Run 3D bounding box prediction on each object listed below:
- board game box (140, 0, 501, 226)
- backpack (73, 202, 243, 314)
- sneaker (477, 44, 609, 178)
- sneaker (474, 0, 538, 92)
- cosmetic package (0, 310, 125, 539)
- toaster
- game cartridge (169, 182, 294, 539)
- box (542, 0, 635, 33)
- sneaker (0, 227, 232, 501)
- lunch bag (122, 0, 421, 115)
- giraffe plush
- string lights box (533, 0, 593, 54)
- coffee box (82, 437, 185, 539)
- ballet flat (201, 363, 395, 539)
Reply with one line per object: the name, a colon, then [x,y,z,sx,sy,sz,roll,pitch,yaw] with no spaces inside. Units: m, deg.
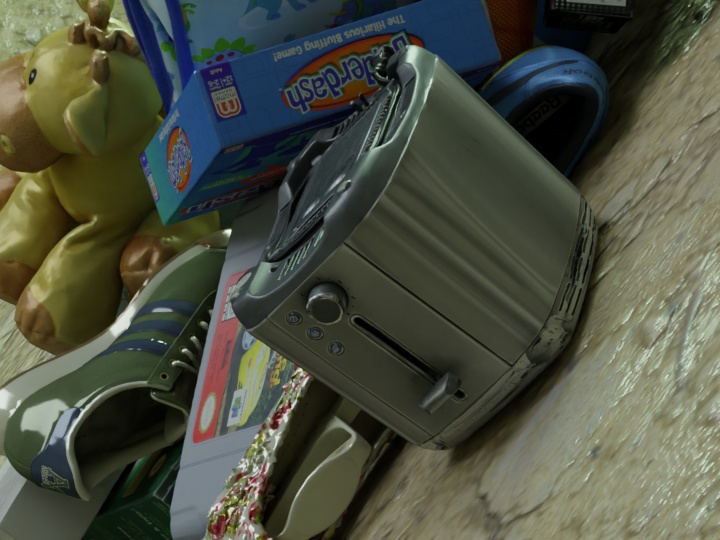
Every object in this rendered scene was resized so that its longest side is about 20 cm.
board game box: [-0.025,-0.082,1.526,0.152,0.045,0.200,-18,-5,-14]
backpack: [-0.101,-0.037,1.887,0.176,0.153,0.200,-42,12,8]
sneaker: [0.052,-0.033,1.509,0.200,0.066,0.078,-49,13,9]
sneaker: [0.073,-0.142,1.559,0.077,0.073,0.200,-40,-34,-21]
cosmetic package: [-0.169,0.109,1.722,0.083,0.051,0.200,-40,15,46]
toaster: [0.030,-0.011,1.360,0.114,0.129,0.200,-43,14,29]
game cartridge: [-0.040,0.042,1.513,0.133,0.041,0.201,-18,56,55]
box: [0.128,-0.230,1.559,0.160,0.044,0.201,-23,-62,-87]
sneaker: [-0.109,0.059,1.646,0.200,0.067,0.090,-36,43,-18]
lunch bag: [-0.040,-0.164,1.601,0.170,0.200,0.128,-23,48,-9]
giraffe plush: [-0.153,-0.073,1.705,0.200,0.162,0.173,-35,51,-5]
string lights box: [0.092,-0.145,1.725,0.103,0.059,0.200,-41,14,39]
coffee box: [-0.108,0.112,1.724,0.123,0.044,0.200,-56,13,-26]
ballet flat: [-0.007,0.073,1.413,0.064,0.076,0.200,-5,55,60]
